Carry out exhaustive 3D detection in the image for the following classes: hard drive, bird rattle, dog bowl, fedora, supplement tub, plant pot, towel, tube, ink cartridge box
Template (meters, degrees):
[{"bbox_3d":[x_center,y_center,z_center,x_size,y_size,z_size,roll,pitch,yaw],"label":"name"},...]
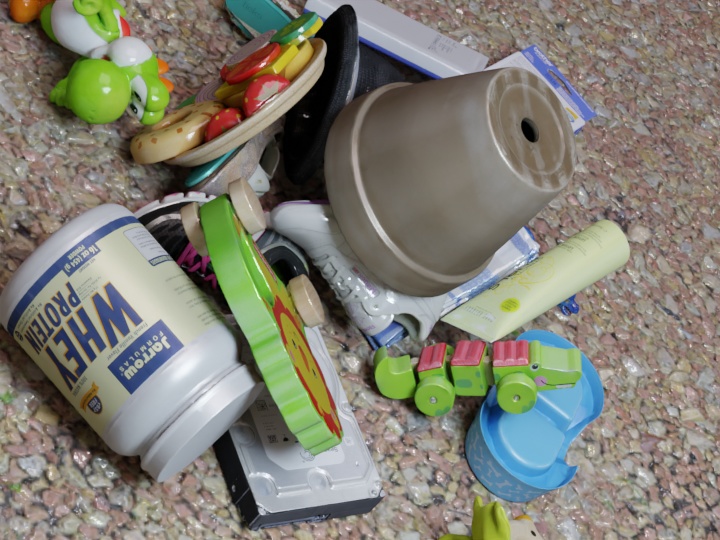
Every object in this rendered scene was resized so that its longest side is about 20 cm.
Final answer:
[{"bbox_3d":[0.041,-0.255,1.925,0.198,0.026,0.132,27,19,1],"label":"hard drive"},{"bbox_3d":[-0.072,0.129,1.578,0.139,0.038,0.202,-2,58,-36],"label":"hard drive"},{"bbox_3d":[0.151,0.291,1.561,0.201,0.113,0.163,52,28,9],"label":"bird rattle"},{"bbox_3d":[0.167,0.145,1.724,0.111,0.050,0.201,37,43,-4],"label":"dog bowl"},{"bbox_3d":[-0.008,-0.164,1.750,0.091,0.201,0.202,16,47,-16],"label":"fedora"},{"bbox_3d":[-0.189,0.061,1.472,0.200,0.145,0.145,47,43,8],"label":"supplement tub"},{"bbox_3d":[0.095,-0.098,1.596,0.199,0.173,0.202,21,58,-37],"label":"plant pot"},{"bbox_3d":[0.060,-0.024,1.743,0.199,0.024,0.147,-30,72,-16],"label":"towel"},{"bbox_3d":[0.176,0.014,1.717,0.199,0.058,0.052,-29,79,-26],"label":"tube"},{"bbox_3d":[0.174,-0.178,2.003,0.119,0.042,0.199,48,46,10],"label":"ink cartridge box"}]

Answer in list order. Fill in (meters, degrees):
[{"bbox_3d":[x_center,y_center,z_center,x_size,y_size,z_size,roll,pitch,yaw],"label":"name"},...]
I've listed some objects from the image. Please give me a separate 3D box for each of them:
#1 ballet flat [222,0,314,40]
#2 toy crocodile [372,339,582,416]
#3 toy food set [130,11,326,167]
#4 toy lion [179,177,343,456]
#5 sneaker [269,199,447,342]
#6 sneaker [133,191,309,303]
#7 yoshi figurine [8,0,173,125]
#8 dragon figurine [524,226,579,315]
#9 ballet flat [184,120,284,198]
[{"bbox_3d":[-0.062,-0.238,1.868,0.200,0.076,0.064,50,24,5],"label":"ballet flat"},{"bbox_3d":[0.110,0.092,1.662,0.198,0.062,0.068,-3,34,13],"label":"toy crocodile"},{"bbox_3d":[-0.117,-0.168,1.686,0.049,0.199,0.198,54,43,-18],"label":"toy food set"},{"bbox_3d":[-0.073,0.051,1.486,0.193,0.068,0.201,-108,170,-50],"label":"toy lion"},{"bbox_3d":[0.000,0.000,1.647,0.199,0.075,0.101,26,73,-23],"label":"sneaker"},{"bbox_3d":[-0.126,-0.012,1.629,0.198,0.074,0.088,9,45,-36],"label":"sneaker"},{"bbox_3d":[-0.263,-0.212,1.669,0.112,0.112,0.200,-40,69,-3],"label":"yoshi figurine"},{"bbox_3d":[0.140,-0.019,1.803,0.200,0.100,0.059,42,42,2],"label":"dragon figurine"},{"bbox_3d":[-0.111,-0.106,1.707,0.067,0.068,0.201,53,29,-17],"label":"ballet flat"}]
